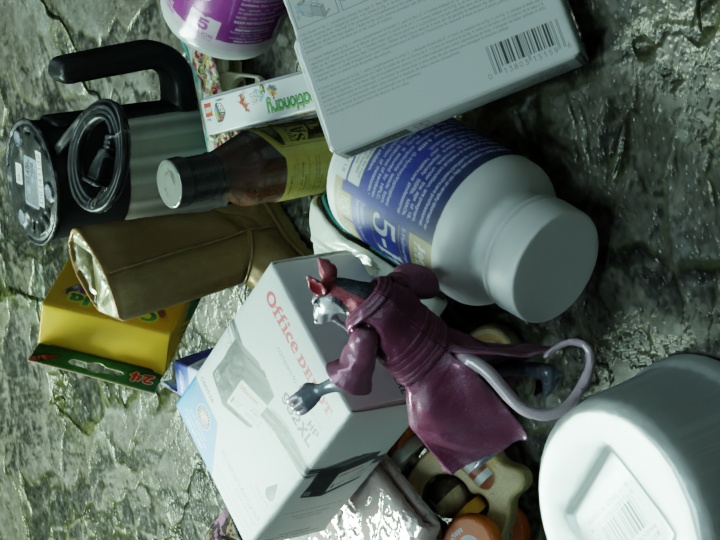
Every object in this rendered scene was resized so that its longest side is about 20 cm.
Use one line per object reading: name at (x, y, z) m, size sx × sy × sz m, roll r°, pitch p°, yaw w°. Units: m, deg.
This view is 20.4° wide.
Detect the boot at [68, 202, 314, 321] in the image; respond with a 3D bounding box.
boot at (-0.136, 0.015, 1.779) m, size 0.175 × 0.199 × 0.066 m, roll 53°, pitch 140°, yaw 30°

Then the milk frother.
milk frother at (-0.200, -0.100, 1.831) m, size 0.200 × 0.187 × 0.181 m, roll 45°, pitch 136°, yaw 43°

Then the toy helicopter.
toy helicopter at (0.080, 0.137, 1.612) m, size 0.132 × 0.079 × 0.201 m, roll 17°, pitch 101°, yaw 25°

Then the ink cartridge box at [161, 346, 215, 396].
ink cartridge box at (-0.083, 0.095, 1.804) m, size 0.200 × 0.119 × 0.042 m, roll 13°, pitch 115°, yaw 54°

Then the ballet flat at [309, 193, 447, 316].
ballet flat at (0.000, 0.000, 1.624) m, size 0.200 × 0.069 × 0.070 m, roll 42°, pitch 134°, yaw 52°

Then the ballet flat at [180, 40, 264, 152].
ballet flat at (-0.119, -0.181, 1.820) m, size 0.064 × 0.076 × 0.201 m, roll -11°, pitch 98°, yaw 25°

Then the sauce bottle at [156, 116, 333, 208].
sauce bottle at (-0.072, -0.088, 1.650) m, size 0.066 × 0.199 × 0.066 m, roll 21°, pitch 118°, yaw 49°

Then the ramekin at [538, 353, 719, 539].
ramekin at (0.216, 0.167, 1.415) m, size 0.200 × 0.097 × 0.202 m, roll 24°, pitch 121°, yaw 50°

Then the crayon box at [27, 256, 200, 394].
crayon box at (-0.223, 0.030, 1.888) m, size 0.200 × 0.126 × 0.051 m, roll -73°, pitch -5°, yaw -58°

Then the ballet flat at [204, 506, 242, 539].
ballet flat at (-0.080, 0.282, 1.925) m, size 0.200 × 0.069 × 0.071 m, roll 36°, pitch 110°, yaw 44°

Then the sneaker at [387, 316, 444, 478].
sneaker at (0.032, 0.110, 1.674) m, size 0.108 × 0.070 × 0.201 m, roll 0°, pitch 99°, yaw 57°

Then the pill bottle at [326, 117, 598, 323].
pill bottle at (0.079, -0.043, 1.516) m, size 0.200 × 0.119 × 0.120 m, roll 33°, pitch 127°, yaw 41°

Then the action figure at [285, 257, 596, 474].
action figure at (0.041, 0.062, 1.427) m, size 0.200 × 0.134 × 0.149 m, roll 38°, pitch 156°, yaw -19°

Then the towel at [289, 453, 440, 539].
towel at (-0.012, 0.218, 1.673) m, size 0.191 × 0.032 × 0.201 m, roll 50°, pitch 142°, yaw 35°

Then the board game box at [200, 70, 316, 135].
board game box at (-0.027, -0.146, 1.629) m, size 0.200 × 0.126 × 0.035 m, roll -6°, pitch 96°, yaw 56°

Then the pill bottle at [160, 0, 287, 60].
pill bottle at (-0.094, -0.283, 1.691) m, size 0.113 × 0.112 × 0.200 m, roll 56°, pitch 141°, yaw 27°

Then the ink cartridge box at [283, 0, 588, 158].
ink cartridge box at (0.045, -0.199, 1.474) m, size 0.199 × 0.044 × 0.175 m, roll -21°, pitch 81°, yaw 13°

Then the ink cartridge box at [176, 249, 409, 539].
ink cartridge box at (-0.049, 0.102, 1.585) m, size 0.146 × 0.083 × 0.200 m, roll 61°, pitch 138°, yaw 25°
